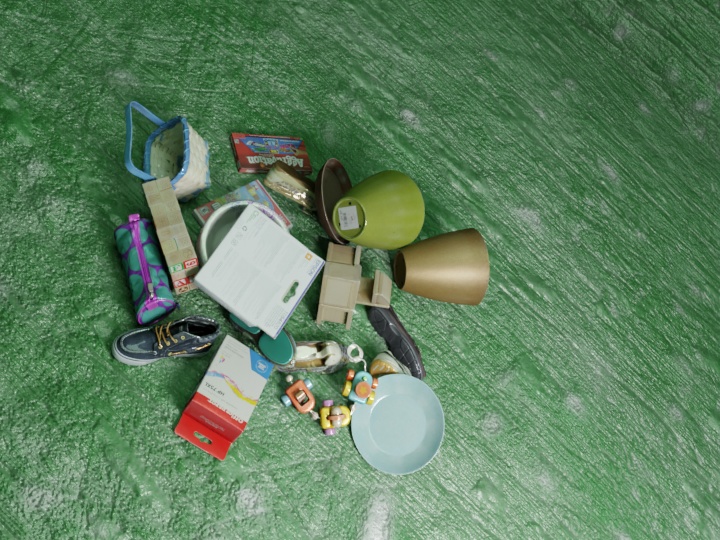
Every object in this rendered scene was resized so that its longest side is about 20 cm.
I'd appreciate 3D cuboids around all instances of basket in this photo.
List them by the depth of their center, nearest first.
[{"bbox_3d":[-0.415,-0.243,1.586,0.199,0.137,0.180,36,38,-49],"label":"basket"}]

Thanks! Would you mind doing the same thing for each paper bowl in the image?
[{"bbox_3d":[-0.246,-0.037,1.573,0.195,0.104,0.207,4,78,-19],"label":"paper bowl"}]

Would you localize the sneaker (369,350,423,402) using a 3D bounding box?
[{"bbox_3d":[0.103,0.257,1.647,0.201,0.075,0.088,52,22,-9],"label":"sneaker"}]

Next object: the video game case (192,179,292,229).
[{"bbox_3d":[-0.263,-0.114,1.695,0.144,0.017,0.199,51,48,7],"label":"video game case"}]

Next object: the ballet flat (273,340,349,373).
[{"bbox_3d":[-0.093,0.179,1.576,0.196,0.072,0.074,0,60,-33],"label":"ballet flat"}]

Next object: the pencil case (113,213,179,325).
[{"bbox_3d":[-0.421,-0.001,1.469,0.083,0.093,0.204,-15,67,-19],"label":"pencil case"}]

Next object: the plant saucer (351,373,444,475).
[{"bbox_3d":[0.078,0.322,1.572,0.195,0.039,0.207,0,74,1],"label":"plant saucer"}]

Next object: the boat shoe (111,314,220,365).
[{"bbox_3d":[-0.366,0.124,1.422,0.196,0.091,0.072,-2,61,-33],"label":"boat shoe"}]

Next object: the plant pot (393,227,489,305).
[{"bbox_3d":[0.185,-0.004,1.820,0.194,0.188,0.191,-3,61,-17],"label":"plant pot"}]

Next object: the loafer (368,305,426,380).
[{"bbox_3d":[0.096,0.159,1.711,0.062,0.072,0.202,-19,69,-43],"label":"loafer"}]

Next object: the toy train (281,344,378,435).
[{"bbox_3d":[-0.054,0.244,1.524,0.197,0.056,0.153,-31,91,-16],"label":"toy train"}]

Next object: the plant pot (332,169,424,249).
[{"bbox_3d":[0.024,-0.129,1.733,0.189,0.187,0.198,55,32,11],"label":"plant pot"}]

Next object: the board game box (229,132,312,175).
[{"bbox_3d":[-0.217,-0.284,1.835,0.196,0.019,0.105,-3,64,-34],"label":"board game box"}]

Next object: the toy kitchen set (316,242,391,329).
[{"bbox_3d":[0.000,0.000,1.647,0.158,0.182,0.204,9,52,-2],"label":"toy kitchen set"}]

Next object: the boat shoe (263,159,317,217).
[{"bbox_3d":[-0.142,-0.186,1.786,0.198,0.063,0.074,35,20,-31],"label":"boat shoe"}]

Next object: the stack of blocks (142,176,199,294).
[{"bbox_3d":[-0.379,-0.071,1.517,0.057,0.116,0.203,-18,65,-14],"label":"stack of blocks"}]

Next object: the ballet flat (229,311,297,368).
[{"bbox_3d":[-0.185,0.135,1.507,0.073,0.076,0.199,-19,45,-38],"label":"ballet flat"}]

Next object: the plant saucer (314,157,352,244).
[{"bbox_3d":[-0.061,-0.161,1.774,0.199,0.034,0.206,-7,90,-69],"label":"plant saucer"}]

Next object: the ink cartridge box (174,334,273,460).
[{"bbox_3d":[-0.258,0.241,1.430,0.115,0.067,0.203,32,48,-11],"label":"ink cartridge box"}]

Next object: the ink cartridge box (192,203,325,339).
[{"bbox_3d":[-0.201,0.003,1.499,0.198,0.041,0.202,37,67,-6],"label":"ink cartridge box"}]
